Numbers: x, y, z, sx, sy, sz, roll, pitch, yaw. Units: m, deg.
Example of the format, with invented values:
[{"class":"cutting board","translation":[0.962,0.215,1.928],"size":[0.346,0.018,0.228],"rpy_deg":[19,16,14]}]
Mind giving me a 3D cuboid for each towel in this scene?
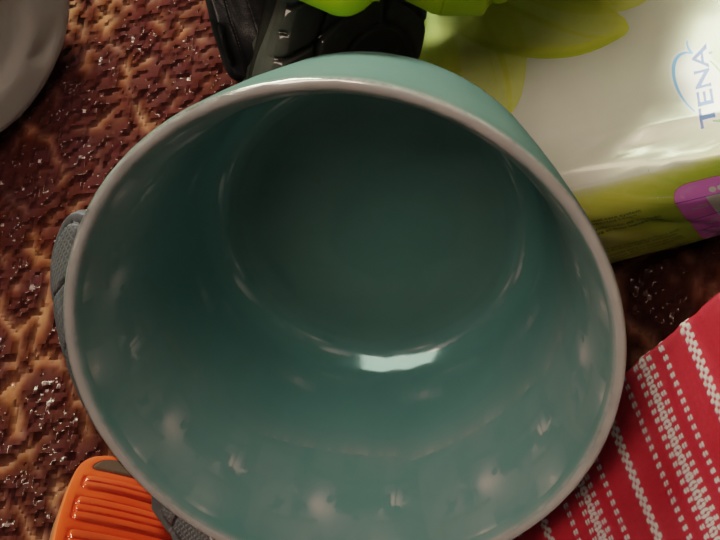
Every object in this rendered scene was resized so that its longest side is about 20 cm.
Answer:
[{"class":"towel","translation":[0.095,0.119,0.871],"size":[0.200,0.022,0.145],"rpy_deg":[-43,50,29]}]

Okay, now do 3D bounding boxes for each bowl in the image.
[{"class":"bowl","translation":[0.000,0.000,0.897],"size":[0.200,0.202,0.105],"rpy_deg":[-16,26,18]}]

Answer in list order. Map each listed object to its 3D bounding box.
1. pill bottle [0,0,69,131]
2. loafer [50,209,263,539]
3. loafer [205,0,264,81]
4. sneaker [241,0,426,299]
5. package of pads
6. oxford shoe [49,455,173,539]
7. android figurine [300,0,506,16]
[{"class":"pill bottle","translation":[-0.237,-0.148,1.143],"size":[0.200,0.114,0.114],"rpy_deg":[36,85,34]},{"class":"loafer","translation":[-0.069,0.050,1.009],"size":[0.200,0.063,0.072],"rpy_deg":[56,133,41]},{"class":"loafer","translation":[-0.061,-0.159,1.021],"size":[0.070,0.201,0.068],"rpy_deg":[-9,37,20]},{"class":"sneaker","translation":[-0.030,-0.063,0.983],"size":[0.082,0.073,0.201],"rpy_deg":[38,125,45]},{"class":"package of pads","translation":[0.117,-0.084,0.974],"size":[0.199,0.068,0.155],"rpy_deg":[-13,60,20]},{"class":"oxford shoe","translation":[-0.101,0.162,0.960],"size":[0.073,0.071,0.201],"rpy_deg":[-55,27,39]},{"class":"android figurine","translation":[0.011,-0.171,0.920],"size":[0.199,0.041,0.183],"rpy_deg":[26,64,7]}]
